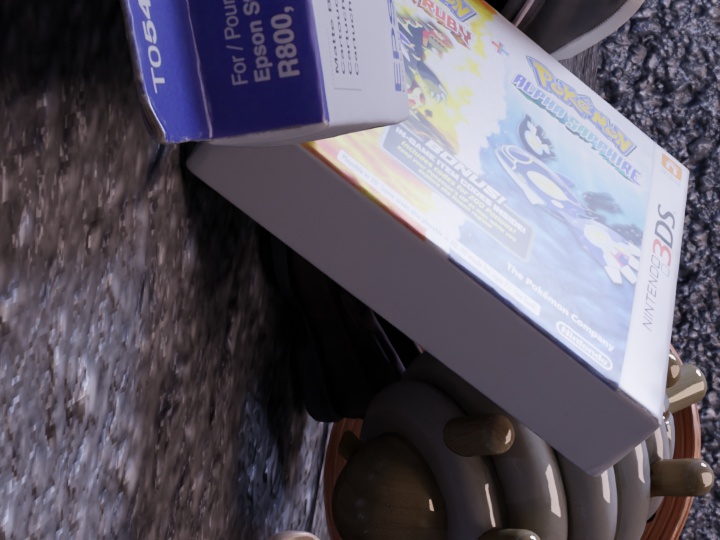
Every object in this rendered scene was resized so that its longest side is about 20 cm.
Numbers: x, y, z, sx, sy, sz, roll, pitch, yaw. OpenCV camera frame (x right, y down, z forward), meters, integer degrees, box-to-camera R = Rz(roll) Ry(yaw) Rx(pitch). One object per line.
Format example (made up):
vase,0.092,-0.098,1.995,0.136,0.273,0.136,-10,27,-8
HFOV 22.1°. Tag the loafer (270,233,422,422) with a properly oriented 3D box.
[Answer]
loafer,0.000,0.000,0.836,0.200,0.063,0.072,82,16,-51

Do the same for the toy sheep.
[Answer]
toy sheep,0.076,0.081,0.818,0.138,0.200,0.138,35,-48,53

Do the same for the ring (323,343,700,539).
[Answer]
ring,0.074,0.095,0.920,0.019,0.200,0.201,41,53,-53

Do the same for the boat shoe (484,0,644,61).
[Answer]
boat shoe,0.044,-0.100,0.851,0.057,0.200,0.067,34,36,-29

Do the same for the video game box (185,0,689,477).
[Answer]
video game box,0.043,-0.040,0.738,0.047,0.200,0.182,-44,-164,32

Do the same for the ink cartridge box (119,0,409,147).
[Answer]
ink cartridge box,-0.032,-0.136,0.540,0.200,0.041,0.200,-29,110,-78

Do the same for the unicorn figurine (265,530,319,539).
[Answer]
unicorn figurine,-0.056,0.148,0.579,0.200,0.074,0.137,-54,136,-61
